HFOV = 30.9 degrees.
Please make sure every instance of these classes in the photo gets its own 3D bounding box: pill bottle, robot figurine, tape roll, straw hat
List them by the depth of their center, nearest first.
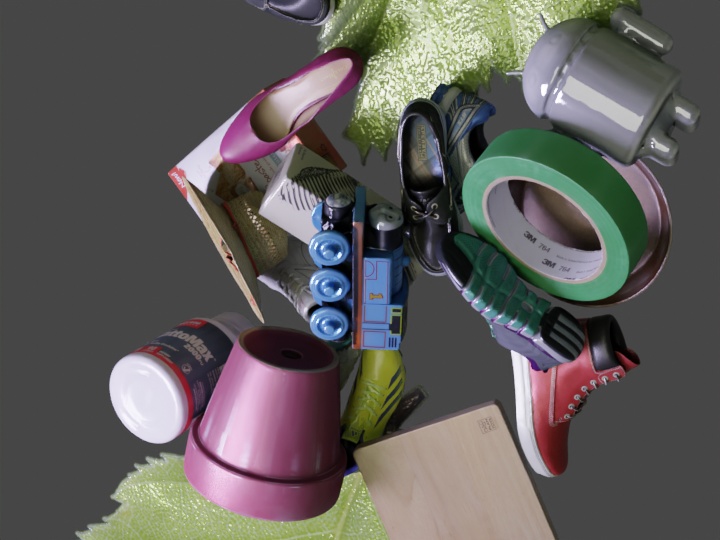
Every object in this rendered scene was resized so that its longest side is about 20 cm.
[{"bbox_3d":[0.250,-0.183,1.338,0.199,0.113,0.170,33,90,13],"label":"robot figurine"},{"bbox_3d":[0.203,-0.056,1.369,0.199,0.048,0.201,29,150,18],"label":"tape roll"},{"bbox_3d":[-0.130,-0.044,1.564,0.085,0.201,0.202,-29,96,-7],"label":"straw hat"},{"bbox_3d":[-0.218,0.129,1.687,0.119,0.200,0.121,12,115,28],"label":"pill bottle"}]

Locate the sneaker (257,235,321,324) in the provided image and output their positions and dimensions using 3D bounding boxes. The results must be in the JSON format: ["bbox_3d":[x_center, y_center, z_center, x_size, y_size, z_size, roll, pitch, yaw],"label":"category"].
[{"bbox_3d":[-0.061,0.020,1.613,0.198,0.099,0.079,21,120,21],"label":"sneaker"}]

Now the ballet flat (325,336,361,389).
[{"bbox_3d":[-0.054,0.132,1.684,0.199,0.072,0.072,-25,98,43],"label":"ballet flat"}]

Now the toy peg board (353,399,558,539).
[{"bbox_3d":[0.125,0.267,1.634,0.197,0.098,0.202,-21,101,19],"label":"toy peg board"}]

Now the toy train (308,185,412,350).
[{"bbox_3d":[0.000,0.000,1.465,0.113,0.087,0.202,1,127,0],"label":"toy train"}]

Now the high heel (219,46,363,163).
[{"bbox_3d":[-0.084,-0.189,1.487,0.199,0.096,0.068,-39,93,5],"label":"high heel"}]

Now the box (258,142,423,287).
[{"bbox_3d":[-0.015,-0.057,1.525,0.199,0.083,0.068,31,126,-14],"label":"box"}]

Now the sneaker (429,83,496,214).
[{"bbox_3d":[0.112,-0.106,1.477,0.084,0.077,0.202,13,117,20],"label":"sneaker"}]

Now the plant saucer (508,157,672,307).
[{"bbox_3d":[0.251,-0.058,1.441,0.198,0.034,0.202,11,115,25],"label":"plant saucer"}]

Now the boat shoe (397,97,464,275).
[{"bbox_3d":[0.071,-0.087,1.432,0.068,0.057,0.202,-5,106,15],"label":"boat shoe"}]

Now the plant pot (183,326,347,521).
[{"bbox_3d":[-0.104,0.175,1.579,0.198,0.200,0.181,20,110,21],"label":"plant pot"}]

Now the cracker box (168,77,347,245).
[{"bbox_3d":[-0.130,-0.125,1.616,0.199,0.058,0.134,-35,93,36],"label":"cracker box"}]

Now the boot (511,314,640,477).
[{"bbox_3d":[0.256,0.148,1.508,0.143,0.072,0.202,-1,107,28],"label":"boot"}]

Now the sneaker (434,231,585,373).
[{"bbox_3d":[0.149,0.044,1.440,0.200,0.075,0.088,41,145,-3],"label":"sneaker"}]

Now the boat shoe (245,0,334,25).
[{"bbox_3d":[-0.123,-0.336,1.517,0.199,0.068,0.072,29,121,14],"label":"boat shoe"}]

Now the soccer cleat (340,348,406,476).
[{"bbox_3d":[0.007,0.178,1.652,0.064,0.084,0.202,25,122,17],"label":"soccer cleat"}]
